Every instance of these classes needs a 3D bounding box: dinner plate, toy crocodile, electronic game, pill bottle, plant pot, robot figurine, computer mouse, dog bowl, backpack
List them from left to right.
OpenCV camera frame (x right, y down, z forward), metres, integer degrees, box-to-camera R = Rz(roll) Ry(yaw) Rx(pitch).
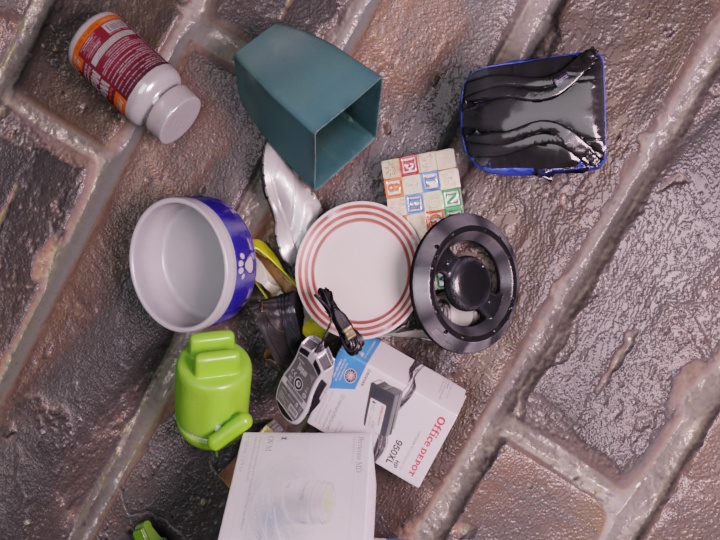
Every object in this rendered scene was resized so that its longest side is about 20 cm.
[{"bbox_3d":[-0.352,-0.300,1.250,0.200,0.110,0.110,43,97,6],"label":"pill bottle"},{"bbox_3d":[-0.310,0.498,1.285,0.067,0.061,0.203,-36,79,43],"label":"toy crocodile"},{"bbox_3d":[-0.258,-0.011,1.223,0.196,0.078,0.206,4,99,29],"label":"dog bowl"},{"bbox_3d":[-0.226,0.188,1.215,0.113,0.176,0.204,-6,127,-22],"label":"robot figurine"},{"bbox_3d":[-0.088,-0.258,1.181,0.199,0.142,0.141,41,67,17],"label":"plant pot"},{"bbox_3d":[-0.063,0.134,1.147,0.110,0.043,0.202,46,121,31],"label":"computer mouse"},{"bbox_3d":[0.000,0.000,1.178,0.195,0.024,0.206,-2,81,9],"label":"dinner plate"},{"bbox_3d":[0.155,0.019,1.160,0.196,0.041,0.206,1,89,-30],"label":"electronic game"},{"bbox_3d":[0.242,-0.207,1.131,0.195,0.168,0.167,-3,88,13],"label":"backpack"}]

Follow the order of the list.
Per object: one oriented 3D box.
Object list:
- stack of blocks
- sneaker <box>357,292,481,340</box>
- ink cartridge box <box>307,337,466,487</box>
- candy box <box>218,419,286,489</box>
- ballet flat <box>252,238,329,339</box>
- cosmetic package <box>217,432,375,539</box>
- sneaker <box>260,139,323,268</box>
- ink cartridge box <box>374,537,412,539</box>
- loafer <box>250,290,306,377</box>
[{"bbox_3d":[0.103,-0.073,1.209,0.112,0.059,0.205,-8,90,9],"label":"stack of blocks"},{"bbox_3d":[0.085,0.073,1.205,0.195,0.079,0.076,-3,89,7],"label":"sneaker"},{"bbox_3d":[0.040,0.204,1.193,0.197,0.084,0.147,28,115,7],"label":"ink cartridge box"},{"bbox_3d":[-0.114,0.351,1.252,0.115,0.055,0.200,-45,85,5],"label":"candy box"},{"bbox_3d":[-0.126,0.034,1.242,0.067,0.067,0.201,-40,85,7],"label":"ballet flat"},{"bbox_3d":[-0.079,0.339,1.107,0.195,0.201,0.125,0,125,4],"label":"cosmetic package"},{"bbox_3d":[-0.107,-0.111,1.245,0.085,0.074,0.205,-15,94,-6],"label":"sneaker"},{"bbox_3d":[-0.017,0.474,1.158,0.195,0.148,0.085,8,136,-14],"label":"ink cartridge box"},{"bbox_3d":[-0.114,0.125,1.217,0.070,0.073,0.204,-6,115,6],"label":"loafer"}]
